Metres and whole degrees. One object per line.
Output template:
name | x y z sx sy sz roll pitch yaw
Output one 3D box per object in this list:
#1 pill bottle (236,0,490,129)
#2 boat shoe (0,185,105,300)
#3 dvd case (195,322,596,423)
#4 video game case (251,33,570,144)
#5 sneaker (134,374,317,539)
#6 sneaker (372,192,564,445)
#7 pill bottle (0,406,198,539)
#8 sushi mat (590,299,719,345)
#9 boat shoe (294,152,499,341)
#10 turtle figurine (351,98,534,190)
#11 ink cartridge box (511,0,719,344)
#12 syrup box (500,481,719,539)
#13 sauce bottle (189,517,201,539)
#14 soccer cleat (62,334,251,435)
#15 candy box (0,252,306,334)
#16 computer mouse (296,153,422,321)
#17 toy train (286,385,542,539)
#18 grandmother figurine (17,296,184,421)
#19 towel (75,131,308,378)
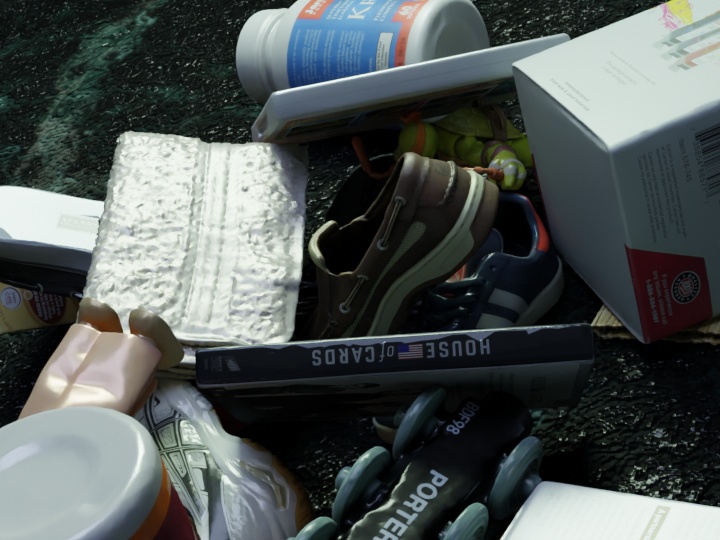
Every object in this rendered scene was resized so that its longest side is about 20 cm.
pill bottle | -0.003 -0.174 1.312 0.200 0.112 0.112 7 39 36
boat shoe | -0.164 0.000 1.047 0.200 0.066 0.070 10 48 -1
dvd case | 0.022 0.058 0.859 0.200 0.150 0.025 -4 77 4
video game case | 0.029 -0.121 1.099 0.200 0.024 0.182 -12 0 -8
sneaker | -0.112 0.123 0.934 0.088 0.076 0.200 -33 33 -23
sneaker | 0.060 0.024 0.991 0.075 0.085 0.200 3 37 32
pill bottle | -0.116 0.172 0.735 0.114 0.200 0.114 -13 32 8
sushi mat | 0.229 -0.017 1.035 0.096 0.012 0.200 4 38 32
boat shoe | 0.001 -0.004 0.977 0.202 0.075 0.075 -49 22 38
turtle figurine | 0.086 -0.088 1.115 0.161 0.064 0.200 4 5 -24
ink cartridge box | 0.223 -0.079 0.983 0.200 0.145 0.145 -22 32 -8
syrup box | 0.162 0.163 0.721 0.200 0.079 0.081 5 38 34
sauce bottle | -0.178 0.177 0.867 0.200 0.066 0.066 -19 28 26
soccer cleat | -0.138 0.055 1.054 0.067 0.076 0.200 -37 36 -28
candy box | -0.151 -0.003 1.136 0.200 0.056 0.117 -11 7 14
computer mouse | 0.032 -0.037 1.140 0.140 0.046 0.200 -2 35 28
toy train | 0.022 0.145 0.791 0.085 0.114 0.200 27 47 20
grandmother figurine | -0.166 0.105 0.841 0.121 0.061 0.200 5 47 32
towel | -0.102 -0.014 1.000 0.132 0.034 0.200 5 47 -4
